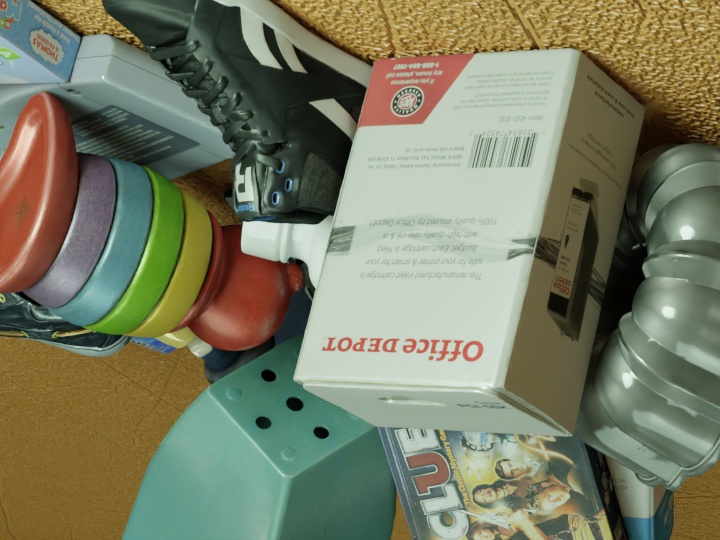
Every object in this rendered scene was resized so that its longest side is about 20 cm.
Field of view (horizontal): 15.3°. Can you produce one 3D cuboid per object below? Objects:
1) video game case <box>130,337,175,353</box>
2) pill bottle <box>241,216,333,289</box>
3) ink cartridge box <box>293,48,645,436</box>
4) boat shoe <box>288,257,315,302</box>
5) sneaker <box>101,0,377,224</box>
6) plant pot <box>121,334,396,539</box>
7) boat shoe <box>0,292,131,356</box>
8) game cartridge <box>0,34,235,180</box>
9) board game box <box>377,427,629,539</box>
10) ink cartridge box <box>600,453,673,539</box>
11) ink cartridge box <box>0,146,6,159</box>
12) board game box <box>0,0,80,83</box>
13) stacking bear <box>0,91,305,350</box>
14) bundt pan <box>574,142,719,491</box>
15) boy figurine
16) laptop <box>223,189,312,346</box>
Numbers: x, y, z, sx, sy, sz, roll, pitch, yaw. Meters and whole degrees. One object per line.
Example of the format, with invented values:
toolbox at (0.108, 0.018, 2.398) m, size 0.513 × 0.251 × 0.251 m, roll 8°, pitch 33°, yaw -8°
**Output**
video game case at (-0.198, 0.002, 2.039) m, size 0.180 × 0.046 × 0.200 m, roll 20°, pitch 162°, yaw -15°
pill bottle at (0.032, -0.028, 1.639) m, size 0.198 × 0.112 × 0.111 m, roll 14°, pitch 163°, yaw 2°
ink cartridge box at (0.062, -0.014, 1.501) m, size 0.146 × 0.201 × 0.083 m, roll 1°, pitch 159°, yaw 39°
boat shoe at (-0.001, 0.001, 1.734) m, size 0.071 × 0.066 × 0.201 m, roll -32°, pitch 123°, yaw 9°
sneaker at (-0.068, -0.090, 1.519) m, size 0.199 × 0.113 × 0.073 m, roll 25°, pitch 159°, yaw -31°
plant pot at (-0.061, 0.150, 1.866) m, size 0.141 × 0.141 × 0.201 m, roll 45°, pitch 145°, yaw 24°
boat shoe at (-0.263, 0.010, 1.938) m, size 0.199 × 0.071 × 0.091 m, roll 7°, pitch 160°, yaw 10°
game cartridge at (-0.161, -0.099, 1.704) m, size 0.133 × 0.042 × 0.200 m, roll 28°, pitch 159°, yaw -26°
board game box at (0.092, 0.138, 1.727) m, size 0.135 × 0.201 × 0.035 m, roll -11°, pitch -161°, yaw 22°
ink cartridge box at (0.129, 0.089, 1.763) m, size 0.145 × 0.202 × 0.086 m, roll 4°, pitch -158°, yaw 18°
ink cartridge box at (-0.338, -0.064, 1.811) m, size 0.199 × 0.044 × 0.173 m, roll -19°, pitch 161°, yaw 39°
board game box at (-0.291, -0.158, 1.618) m, size 0.199 × 0.037 × 0.151 m, roll 1°, pitch 158°, yaw 36°
stacking bear at (-0.132, -0.009, 1.671) m, size 0.199 × 0.114 × 0.122 m, roll 21°, pitch 118°, yaw -29°
bundt pan at (0.168, 0.016, 1.510) m, size 0.075 × 0.203 × 0.202 m, roll 21°, pitch 162°, yaw -17°
boy figurine at (-0.136, -0.001, 1.799) m, size 0.064 × 0.125 × 0.200 m, roll -33°, pitch 139°, yaw 7°
laptop at (0.003, 0.043, 1.880) m, size 0.186 × 0.117 × 0.200 m, roll 9°, pitch 162°, yaw 16°
